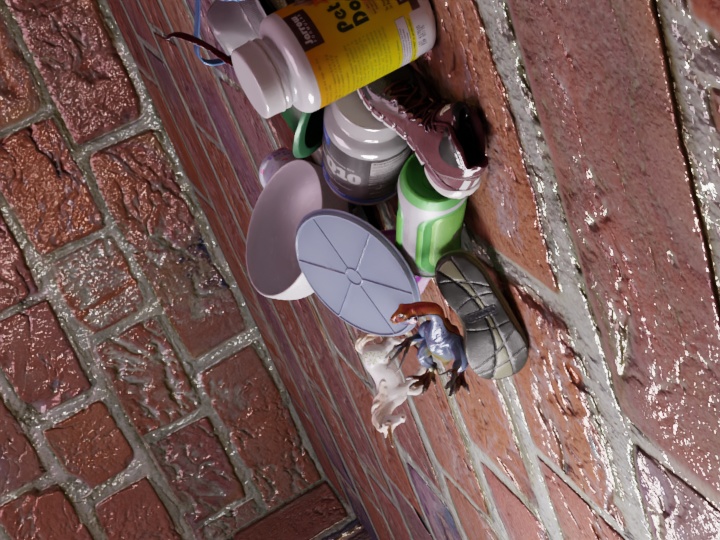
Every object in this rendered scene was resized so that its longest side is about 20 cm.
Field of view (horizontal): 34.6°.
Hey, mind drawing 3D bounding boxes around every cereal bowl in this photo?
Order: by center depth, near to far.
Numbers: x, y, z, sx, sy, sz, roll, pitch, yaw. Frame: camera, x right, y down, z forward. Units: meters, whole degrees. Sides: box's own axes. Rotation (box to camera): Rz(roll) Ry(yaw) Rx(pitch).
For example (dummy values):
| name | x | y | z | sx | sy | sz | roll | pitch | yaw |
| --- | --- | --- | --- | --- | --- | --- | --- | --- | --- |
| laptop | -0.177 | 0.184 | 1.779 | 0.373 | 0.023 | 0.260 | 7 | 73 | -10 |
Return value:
| name | x | y | z | sx | sy | sz | roll | pitch | yaw |
| --- | --- | --- | --- | --- | --- | --- | --- | --- | --- |
| cereal bowl | -0.079 | -0.051 | 1.651 | 0.083 | 0.200 | 0.200 | 17 | -163 | -35 |

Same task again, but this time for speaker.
| name | x | y | z | sx | sy | sz | roll | pitch | yaw |
| --- | --- | --- | --- | --- | --- | --- | --- | --- | --- |
| speaker | 0.084 | -0.066 | 1.391 | 0.089 | 0.088 | 0.200 | 56 | 167 | 22 |

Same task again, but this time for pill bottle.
| name | x | y | z | sx | sy | sz | roll | pitch | yaw |
| --- | --- | --- | --- | --- | --- | --- | --- | --- | --- |
| pill bottle | -0.029 | -0.237 | 1.204 | 0.109 | 0.200 | 0.109 | 56 | 167 | 21 |
| pill bottle | 0.010 | -0.167 | 1.402 | 0.114 | 0.114 | 0.200 | 58 | 167 | 16 |

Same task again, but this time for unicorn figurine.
| name | x | y | z | sx | sy | sz | roll | pitch | yaw |
| --- | --- | --- | --- | --- | --- | --- | --- | --- | --- |
| unicorn figurine | 0.055 | 0.181 | 1.925 | 0.200 | 0.137 | 0.074 | 58 | 167 | 15 |

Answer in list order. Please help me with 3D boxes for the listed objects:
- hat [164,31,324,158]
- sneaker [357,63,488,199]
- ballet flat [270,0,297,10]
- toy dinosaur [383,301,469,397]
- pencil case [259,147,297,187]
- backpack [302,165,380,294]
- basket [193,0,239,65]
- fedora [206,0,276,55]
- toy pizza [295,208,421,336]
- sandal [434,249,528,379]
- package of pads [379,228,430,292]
| name | x | y | z | sx | sy | sz | roll | pitch | yaw |
| --- | --- | --- | --- | --- | --- | --- | --- | --- | --- |
| hat | -0.108 | -0.255 | 1.416 | 0.176 | 0.166 | 0.200 | 30 | 163 | 8 |
| sneaker | 0.076 | -0.177 | 1.246 | 0.200 | 0.076 | 0.116 | 50 | 162 | 3 |
| ballet flat | -0.072 | -0.344 | 1.499 | 0.065 | 0.070 | 0.200 | -21 | 102 | 50 |
| toy dinosaur | 0.090 | 0.083 | 1.472 | 0.105 | 0.200 | 0.182 | 9 | 133 | 16 |
| pencil case | -0.105 | -0.138 | 1.992 | 0.200 | 0.083 | 0.091 | -133 | 41 | -52 |
| backpack | -0.037 | -0.055 | 1.791 | 0.200 | 0.126 | 0.167 | 70 | 167 | -16 |
| basket | -0.116 | -0.351 | 1.384 | 0.139 | 0.176 | 0.200 | 43 | 139 | 52 |
| fedora | -0.148 | -0.335 | 1.562 | 0.177 | 0.090 | 0.200 | 64 | -167 | 2 |
| toy pizza | 0.000 | 0.000 | 1.492 | 0.200 | 0.032 | 0.200 | 27 | 141 | 25 |
| sandal | 0.155 | 0.051 | 1.436 | 0.057 | 0.080 | 0.201 | -76 | -34 | -58 |
| package of pads | 0.036 | 0.001 | 1.643 | 0.200 | 0.120 | 0.076 | 112 | 149 | -74 |
